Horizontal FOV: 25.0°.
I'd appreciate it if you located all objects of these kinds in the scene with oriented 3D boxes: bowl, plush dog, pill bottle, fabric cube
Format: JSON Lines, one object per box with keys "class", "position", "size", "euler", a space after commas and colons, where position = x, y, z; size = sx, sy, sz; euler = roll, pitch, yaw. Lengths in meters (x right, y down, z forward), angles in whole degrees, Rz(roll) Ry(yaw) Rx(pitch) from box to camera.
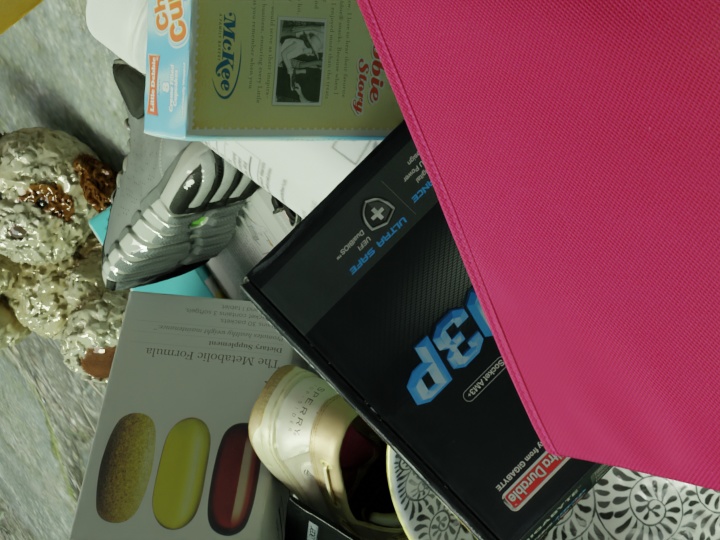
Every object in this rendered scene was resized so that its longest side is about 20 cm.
{"class": "bowl", "position": [0.118, 0.077, 0.773], "size": [0.199, 0.094, 0.202], "euler": [8, 124, 11]}
{"class": "plush dog", "position": [-0.236, -0.028, 1.256], "size": [0.198, 0.161, 0.173], "euler": [10, 121, 17]}
{"class": "pill bottle", "position": [-0.028, -0.096, 0.786], "size": [0.199, 0.113, 0.114], "euler": [37, 151, 9]}
{"class": "fabric cube", "position": [0.151, -0.061, 0.478], "size": [0.199, 0.200, 0.197], "euler": [6, 127, 54]}

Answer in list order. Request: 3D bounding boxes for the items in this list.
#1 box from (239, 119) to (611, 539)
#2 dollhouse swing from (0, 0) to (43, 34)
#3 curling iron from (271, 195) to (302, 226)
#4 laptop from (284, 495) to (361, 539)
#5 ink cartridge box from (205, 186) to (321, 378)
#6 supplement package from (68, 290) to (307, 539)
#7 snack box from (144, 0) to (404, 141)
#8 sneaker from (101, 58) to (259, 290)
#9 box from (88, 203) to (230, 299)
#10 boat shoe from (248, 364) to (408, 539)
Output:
{"class": "box", "position": [0.074, -0.005, 0.669], "size": [0.159, 0.200, 0.046], "euler": [45, 176, 17]}
{"class": "dollhouse swing", "position": [-0.226, -0.239, 0.913], "size": [0.176, 0.182, 0.200], "euler": [54, 163, -20]}
{"class": "curling iron", "position": [0.000, 0.000, 0.856], "size": [0.201, 0.025, 0.050], "euler": [56, 148, 35]}
{"class": "laptop", "position": [0.063, 0.187, 0.961], "size": [0.178, 0.198, 0.104], "euler": [98, 153, -57]}
{"class": "ink cartridge box", "position": [-0.021, 0.030, 1.026], "size": [0.201, 0.045, 0.176], "euler": [57, 156, -8]}
{"class": "supplement package", "position": [-0.099, 0.128, 0.976], "size": [0.113, 0.201, 0.110], "euler": [4, 144, 5]}
{"class": "snack box", "position": [-0.027, -0.154, 0.658], "size": [0.037, 0.115, 0.202], "euler": [14, 104, 51]}
{"class": "sneaker", "position": [-0.118, -0.070, 0.970], "size": [0.200, 0.075, 0.116], "euler": [-42, 65, 56]}
{"class": "box", "position": [-0.104, 0.030, 1.122], "size": [0.201, 0.049, 0.082], "euler": [57, -165, -7]}
{"class": "boat shoe", "position": [0.007, 0.127, 0.943], "size": [0.069, 0.074, 0.200], "euler": [17, 160, 36]}
